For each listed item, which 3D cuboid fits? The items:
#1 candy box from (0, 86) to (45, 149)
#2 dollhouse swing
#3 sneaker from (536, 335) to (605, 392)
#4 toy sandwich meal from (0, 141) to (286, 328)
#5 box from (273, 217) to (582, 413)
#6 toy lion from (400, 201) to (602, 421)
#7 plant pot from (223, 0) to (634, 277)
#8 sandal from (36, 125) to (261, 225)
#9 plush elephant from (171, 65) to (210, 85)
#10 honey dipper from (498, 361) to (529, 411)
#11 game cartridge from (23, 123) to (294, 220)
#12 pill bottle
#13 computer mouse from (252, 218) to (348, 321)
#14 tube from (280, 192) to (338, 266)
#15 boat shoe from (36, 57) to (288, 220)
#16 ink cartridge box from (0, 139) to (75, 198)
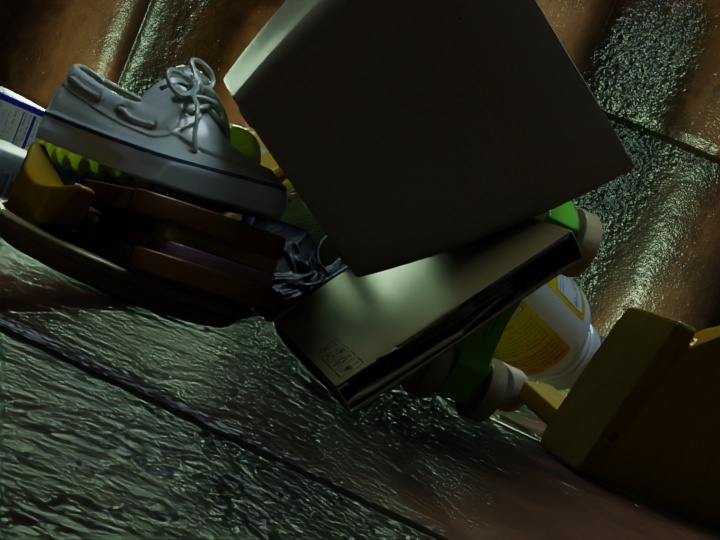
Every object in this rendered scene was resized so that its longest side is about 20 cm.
[{"bbox_3d":[-0.395,-0.155,1.230,0.199,0.077,0.169,23,1,-36],"label":"candy box"},{"bbox_3d":[0.243,0.092,1.015,0.199,0.182,0.176,22,23,-18],"label":"dollhouse swing"},{"bbox_3d":[0.220,0.101,1.310,0.077,0.084,0.200,38,1,-6],"label":"sneaker"},{"bbox_3d":[-0.142,-0.025,0.873,0.204,0.071,0.205,24,2,-1],"label":"toy sandwich meal"},{"bbox_3d":[0.033,0.013,0.850,0.021,0.163,0.200,59,-7,-14],"label":"box"},{"bbox_3d":[0.074,0.001,1.004,0.068,0.201,0.192,23,20,-23],"label":"toy lion"},{"bbox_3d":[0.024,-0.109,0.870,0.200,0.177,0.200,54,1,-16],"label":"plant pot"},{"bbox_3d":[-0.148,-0.068,0.970,0.199,0.080,0.087,23,-30,31],"label":"sandal"},{"bbox_3d":[-0.159,-0.093,1.390,0.164,0.201,0.155,22,25,7],"label":"plush elephant"},{"bbox_3d":[0.143,0.107,1.163,0.038,0.038,0.200,24,0,25],"label":"honey dipper"},{"bbox_3d":[-0.168,-0.080,1.093,0.199,0.033,0.176,23,40,32],"label":"game cartridge"},{"bbox_3d":[0.133,0.029,1.187,0.104,0.105,0.200,26,-12,47],"label":"pill bottle"},{"bbox_3d":[-0.097,-0.009,1.070,0.199,0.053,0.138,24,29,32],"label":"computer mouse"},{"bbox_3d":[0.000,0.000,1.141,0.200,0.058,0.052,44,15,-30],"label":"tube"},{"bbox_3d":[-0.118,-0.095,0.868,0.201,0.087,0.074,21,1,36],"label":"boat shoe"},{"bbox_3d":[-0.330,-0.097,1.012,0.199,0.048,0.160,23,2,42],"label":"ink cartridge box"}]
